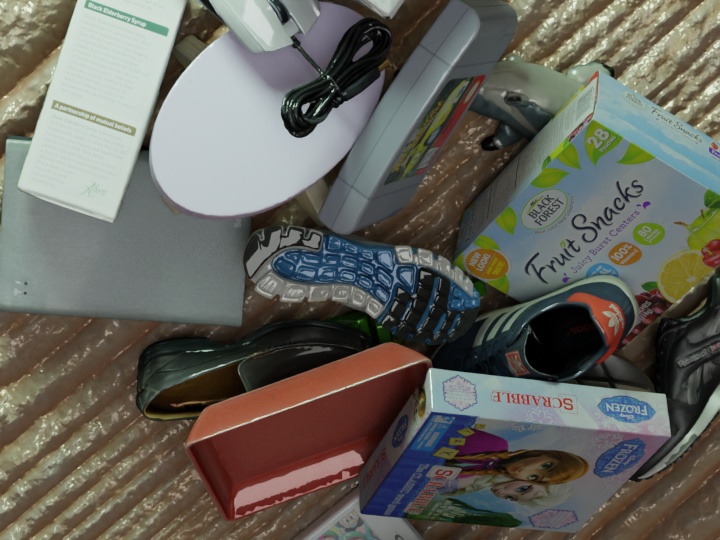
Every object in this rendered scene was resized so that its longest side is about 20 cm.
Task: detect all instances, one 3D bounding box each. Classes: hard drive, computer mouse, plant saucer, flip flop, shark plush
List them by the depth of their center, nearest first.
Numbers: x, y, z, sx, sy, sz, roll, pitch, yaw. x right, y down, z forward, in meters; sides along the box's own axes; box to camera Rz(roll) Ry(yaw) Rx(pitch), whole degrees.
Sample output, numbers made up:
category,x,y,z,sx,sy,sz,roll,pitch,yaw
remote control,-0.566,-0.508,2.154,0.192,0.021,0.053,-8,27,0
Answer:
category,x,y,z,sx,sy,sz,roll,pitch,yaw
computer mouse,-0.071,-0.195,1.230,0.110,0.044,0.200,-40,76,-18
hard drive,-0.188,-0.031,1.367,0.199,0.033,0.140,4,103,-10
plant saucer,-0.036,0.127,1.373,0.199,0.200,0.037,-20,65,-3
shark plush,0.124,-0.121,1.378,0.199,0.091,0.083,7,133,-15
flip flop,0.150,0.101,1.439,0.199,0.058,0.081,-1,99,10

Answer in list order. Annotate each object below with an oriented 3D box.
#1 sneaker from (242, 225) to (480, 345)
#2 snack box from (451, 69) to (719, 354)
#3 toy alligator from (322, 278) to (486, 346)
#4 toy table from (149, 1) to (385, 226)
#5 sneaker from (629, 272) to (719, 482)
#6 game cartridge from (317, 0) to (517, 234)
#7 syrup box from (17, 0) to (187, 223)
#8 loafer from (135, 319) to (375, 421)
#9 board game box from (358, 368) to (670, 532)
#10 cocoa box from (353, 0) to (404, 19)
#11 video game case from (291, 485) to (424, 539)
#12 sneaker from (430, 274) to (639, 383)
category,x,y,z,sx,sy,sz,roll,pitch,yaw
sneaker,0.000,0.000,1.360,0.199,0.087,0.075,18,98,-13
snack box,0.196,-0.041,1.354,0.168,0.068,0.200,29,133,-15
toy alligator,0.012,0.045,1.405,0.199,0.054,0.060,-15,105,-5
toy table,-0.077,-0.115,1.299,0.200,0.117,0.184,-29,89,-12
sneaker,0.275,0.087,1.457,0.088,0.076,0.200,40,91,-1
game cartridge,0.044,-0.117,1.294,0.041,0.133,0.200,37,110,15
syrup box,-0.193,-0.143,1.294,0.081,0.079,0.201,19,88,-10
loafer,-0.084,0.091,1.373,0.199,0.072,0.073,-10,119,7
board game box,0.120,0.151,1.383,0.199,0.200,0.041,7,58,-14
cocoa box,-0.008,-0.282,1.245,0.133,0.200,0.131,35,96,-15
video game case,-0.012,0.309,1.483,0.200,0.024,0.182,-39,106,3
sneaker,0.124,0.068,1.354,0.200,0.085,0.075,-31,96,27
